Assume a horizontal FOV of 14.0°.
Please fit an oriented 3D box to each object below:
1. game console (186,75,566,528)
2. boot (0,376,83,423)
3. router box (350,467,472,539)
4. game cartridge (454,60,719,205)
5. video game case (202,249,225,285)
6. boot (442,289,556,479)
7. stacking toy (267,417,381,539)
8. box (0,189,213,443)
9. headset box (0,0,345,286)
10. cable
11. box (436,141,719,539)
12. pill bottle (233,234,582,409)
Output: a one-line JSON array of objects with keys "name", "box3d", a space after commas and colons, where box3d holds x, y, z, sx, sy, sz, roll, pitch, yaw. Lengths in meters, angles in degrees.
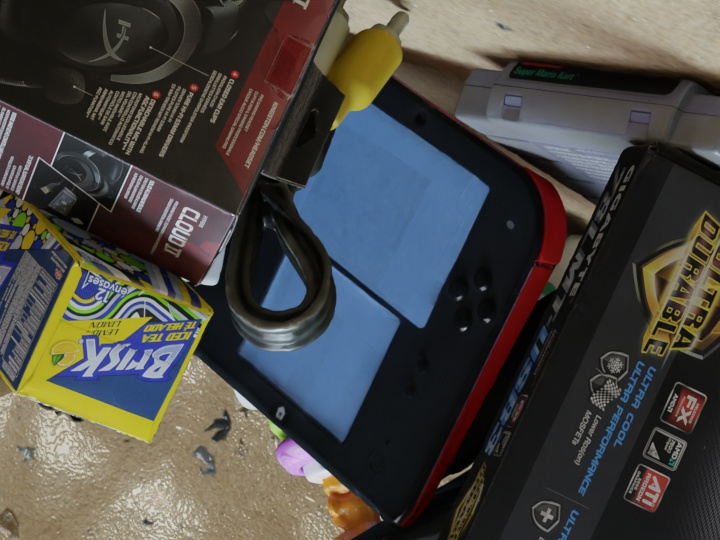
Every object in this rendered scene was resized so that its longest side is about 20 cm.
[{"name": "game console", "box3d": [0.000, 0.000, 1.394, 0.031, 0.177, 0.200, 18, -165, -46]}, {"name": "boot", "box3d": [-0.141, 0.045, 1.448, 0.073, 0.076, 0.200, 0, -168, 26]}, {"name": "router box", "box3d": [0.074, 0.126, 1.390, 0.200, 0.150, 0.062, -27, 92, 58]}, {"name": "game cartridge", "box3d": [0.141, -0.047, 1.275, 0.129, 0.038, 0.200, 35, 169, -30]}, {"name": "video game case", "box3d": [-0.119, -0.078, 1.493, 0.017, 0.144, 0.200, 8, -176, -36]}, {"name": "boot", "box3d": [0.095, 0.043, 1.406, 0.066, 0.199, 0.165, 65, 168, -2]}, {"name": "stacking toy", "box3d": [-0.009, 0.069, 1.507, 0.116, 0.201, 0.110, 3, 162, -38]}, {"name": "box", "box3d": [-0.137, -0.001, 1.264, 0.070, 0.064, 0.200, 22, -169, -30]}, {"name": "headset box", "box3d": [-0.102, -0.100, 1.210, 0.199, 0.149, 0.077, 26, 152, -6]}, {"name": "cable", "box3d": [-0.041, -0.051, 1.258, 0.097, 0.200, 0.050, 5, 132, 9]}, {"name": "box", "box3d": [0.157, 0.079, 1.200, 0.198, 0.201, 0.050, 27, 175, -9]}, {"name": "pill bottle", "box3d": [0.033, 0.034, 1.640, 0.199, 0.114, 0.113, 2, 166, 15]}]
